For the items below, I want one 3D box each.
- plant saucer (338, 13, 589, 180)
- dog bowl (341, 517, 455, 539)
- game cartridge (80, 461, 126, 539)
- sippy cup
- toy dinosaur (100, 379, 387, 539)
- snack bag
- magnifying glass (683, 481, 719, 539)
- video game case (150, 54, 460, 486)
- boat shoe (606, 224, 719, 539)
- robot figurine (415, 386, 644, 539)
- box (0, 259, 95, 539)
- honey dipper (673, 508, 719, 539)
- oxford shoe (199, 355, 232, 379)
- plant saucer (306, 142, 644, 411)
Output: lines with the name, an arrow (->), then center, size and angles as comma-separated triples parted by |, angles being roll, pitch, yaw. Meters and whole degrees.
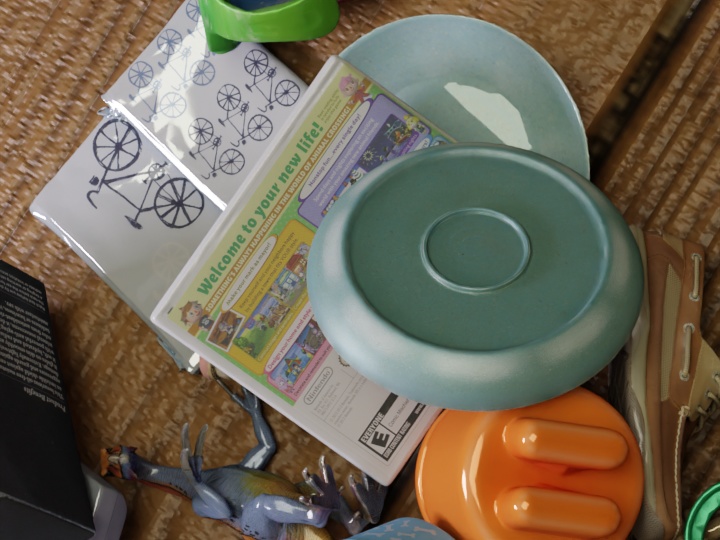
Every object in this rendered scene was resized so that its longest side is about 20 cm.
plant saucer -> 0.053, -0.063, 1.589 | 0.200, 0.039, 0.202 | 0, 91, 18
dog bowl -> 0.025, 0.229, 1.483 | 0.111, 0.201, 0.049 | 36, 47, 26
game cartridge -> -0.237, 0.210, 1.626 | 0.133, 0.040, 0.201 | 31, 90, 44
sippy cup -> -0.050, -0.222, 1.623 | 0.130, 0.140, 0.179 | -12, 79, -3
toy dinosaur -> -0.082, 0.152, 1.581 | 0.181, 0.105, 0.201 | -14, 86, 37
snack bag -> -0.112, -0.061, 1.668 | 0.189, 0.021, 0.200 | 44, 95, 21
magnifying glass -> 0.278, 0.198, 1.458 | 0.200, 0.022, 0.080 | 39, 91, 12
video game case -> 0.000, 0.000, 1.528 | 0.182, 0.022, 0.200 | 35, 89, -5
boat shoe -> 0.188, 0.066, 1.501 | 0.071, 0.076, 0.201 | 2, 72, -7
robot figurine -> 0.097, 0.126, 1.474 | 0.116, 0.200, 0.144 | -31, 92, -13
box -> -0.297, 0.116, 1.607 | 0.199, 0.123, 0.199 | -30, 56, 21
honey dipper -> 0.256, 0.135, 1.494 | 0.199, 0.038, 0.038 | -28, 71, 7
oxford shoe -> -0.039, -0.012, 1.564 | 0.074, 0.071, 0.201 | 28, 100, 13
plant saucer -> 0.068, -0.006, 1.446 | 0.199, 0.027, 0.201 | 0, 51, 0
